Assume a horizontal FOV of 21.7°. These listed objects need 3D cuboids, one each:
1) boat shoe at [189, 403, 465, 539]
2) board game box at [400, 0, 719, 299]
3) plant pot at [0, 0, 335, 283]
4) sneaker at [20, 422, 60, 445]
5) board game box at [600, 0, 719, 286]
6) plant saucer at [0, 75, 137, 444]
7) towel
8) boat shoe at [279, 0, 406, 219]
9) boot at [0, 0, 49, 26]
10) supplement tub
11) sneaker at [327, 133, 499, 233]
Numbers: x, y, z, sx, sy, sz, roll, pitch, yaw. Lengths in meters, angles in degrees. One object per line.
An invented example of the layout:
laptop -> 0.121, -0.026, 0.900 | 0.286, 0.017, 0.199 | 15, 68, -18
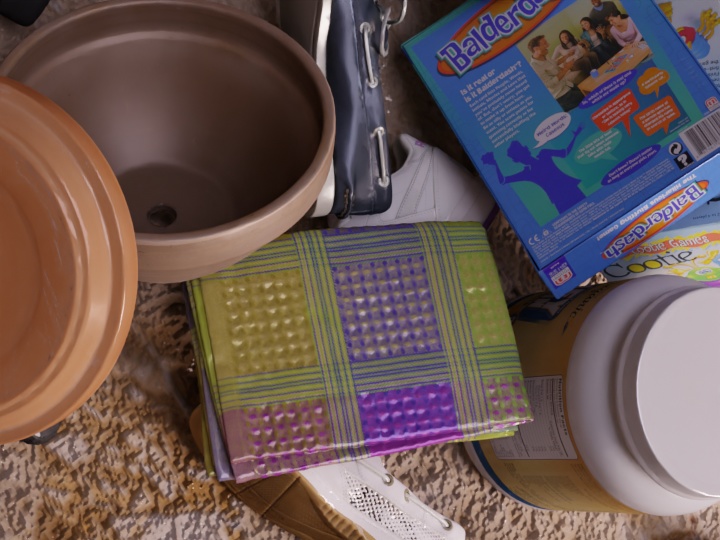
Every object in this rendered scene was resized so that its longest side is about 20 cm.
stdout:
boat shoe -> -0.017, 0.129, 1.156 | 0.200, 0.071, 0.070 | 41, 56, -17
board game box -> 0.134, -0.104, 1.168 | 0.151, 0.045, 0.201 | -32, 58, 7
plant pot -> -0.116, -0.060, 1.082 | 0.198, 0.093, 0.202 | 4, 47, -4
sneaker -> -0.211, 0.002, 1.060 | 0.080, 0.074, 0.202 | -29, 99, -29
board game box -> 0.202, -0.096, 1.224 | 0.103, 0.104, 0.202 | 41, 46, -56
plant saucer -> -0.214, -0.004, 0.992 | 0.032, 0.198, 0.202 | -33, 104, -71
towel -> -0.006, 0.043, 1.115 | 0.198, 0.023, 0.145 | -8, 72, -15
boat shoe -> -0.009, -0.133, 1.135 | 0.061, 0.075, 0.203 | -3, 89, -20
boot -> -0.207, -0.252, 1.091 | 0.143, 0.072, 0.202 | 17, 85, -26
supplement tub -> 0.164, 0.079, 1.177 | 0.143, 0.199, 0.146 | 3, 83, -27
sneaker -> 0.000, 0.000, 1.183 | 0.099, 0.075, 0.200 | 39, 66, -1
